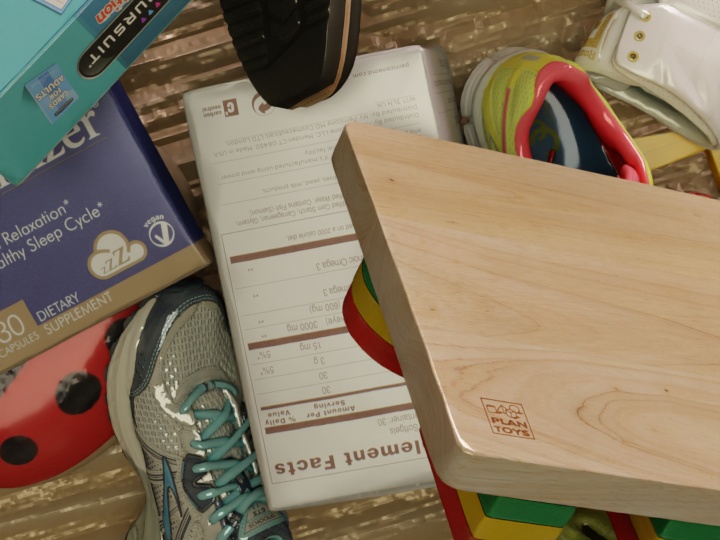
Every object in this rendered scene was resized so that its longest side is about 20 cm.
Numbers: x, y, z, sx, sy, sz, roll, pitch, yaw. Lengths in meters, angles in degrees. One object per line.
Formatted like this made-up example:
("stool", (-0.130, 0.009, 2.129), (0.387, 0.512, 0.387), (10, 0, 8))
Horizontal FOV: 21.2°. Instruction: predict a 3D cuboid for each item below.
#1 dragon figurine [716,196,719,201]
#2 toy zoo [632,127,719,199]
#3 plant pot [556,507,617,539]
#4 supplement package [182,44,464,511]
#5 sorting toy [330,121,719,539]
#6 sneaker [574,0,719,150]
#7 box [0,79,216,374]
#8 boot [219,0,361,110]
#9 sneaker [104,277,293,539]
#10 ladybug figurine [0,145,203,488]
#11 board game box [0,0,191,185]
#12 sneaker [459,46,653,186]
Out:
("dragon figurine", (0.246, -0.091, 0.922), (0.099, 0.059, 0.200), (23, 98, -39))
("toy zoo", (0.144, 0.012, 0.982), (0.131, 0.020, 0.200), (-20, 95, 1))
("plant pot", (0.148, 0.179, 0.882), (0.200, 0.200, 0.184), (-3, 116, -1))
("supplement package", (0.000, 0.000, 0.924), (0.117, 0.117, 0.200), (-11, 95, 8))
("sorting toy", (0.090, 0.041, 0.791), (0.200, 0.199, 0.070), (10, 126, -24))
("sneaker", (0.134, -0.151, 0.934), (0.200, 0.074, 0.116), (45, 81, -5))
("box", (-0.167, -0.064, 0.886), (0.121, 0.032, 0.200), (-28, 93, 9))
("boot", (0.007, -0.160, 0.882), (0.077, 0.138, 0.200), (-17, 69, 41))
("sneaker", (-0.067, 0.101, 0.934), (0.078, 0.086, 0.200), (-19, 116, -38))
("ladybug figurine", (-0.156, 0.023, 0.952), (0.136, 0.072, 0.200), (28, 94, -4))
("board game box", (-0.130, -0.157, 0.826), (0.200, 0.047, 0.151), (-47, 57, -2))
("sneaker", (0.112, -0.015, 0.917), (0.078, 0.090, 0.200), (-29, 95, -13))
